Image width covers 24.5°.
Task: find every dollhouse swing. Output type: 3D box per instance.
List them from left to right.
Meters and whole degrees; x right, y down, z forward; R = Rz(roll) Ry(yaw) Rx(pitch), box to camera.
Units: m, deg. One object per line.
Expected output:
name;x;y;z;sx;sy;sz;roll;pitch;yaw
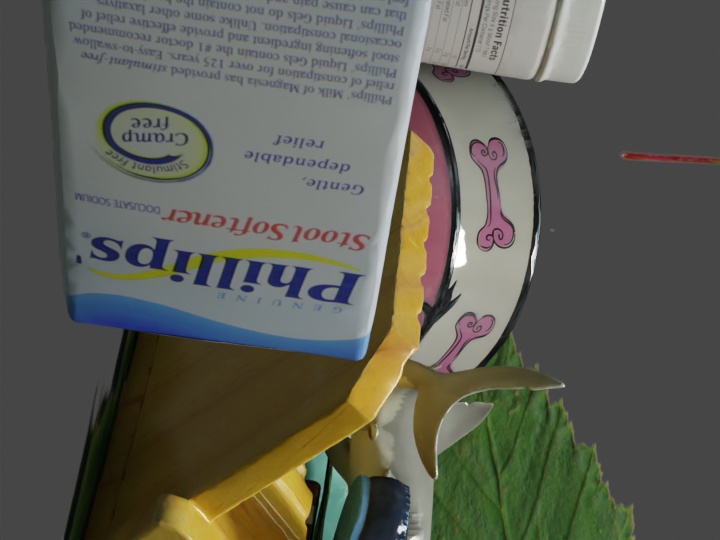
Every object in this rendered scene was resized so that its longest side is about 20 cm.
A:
dollhouse swing;-0.012;0.069;0.739;0.182;0.175;0.201;55;26;-32

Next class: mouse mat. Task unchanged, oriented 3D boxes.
mouse mat;-0.034;0.213;0.943;0.161;0.007;0.201;-83;-178;-75

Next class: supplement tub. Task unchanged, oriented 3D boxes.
supplement tub;0.024;-0.174;0.848;0.132;0.199;0.133;-172;-90;-89

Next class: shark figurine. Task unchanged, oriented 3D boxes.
shark figurine;0.038;0.081;0.870;0.215;0.089;0.129;104;-33;-53

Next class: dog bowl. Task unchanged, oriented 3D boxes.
dog bowl;0.004;-0.030;0.911;0.200;0.073;0.202;0;-90;51

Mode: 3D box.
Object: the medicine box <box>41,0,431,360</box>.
medicine box;-0.029;-0.105;0.517;0.201;0.102;0.183;99;-1;-52

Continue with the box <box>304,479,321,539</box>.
box;-0.084;0.195;0.955;0.201;0.099;0.075;99;-1;-48

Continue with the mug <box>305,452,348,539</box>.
mug;-0.059;0.101;1.088;0.152;0.184;0.115;-34;143;-45

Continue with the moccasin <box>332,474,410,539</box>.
moccasin;0.009;0.185;0.824;0.081;0.068;0.201;-76;177;-56
